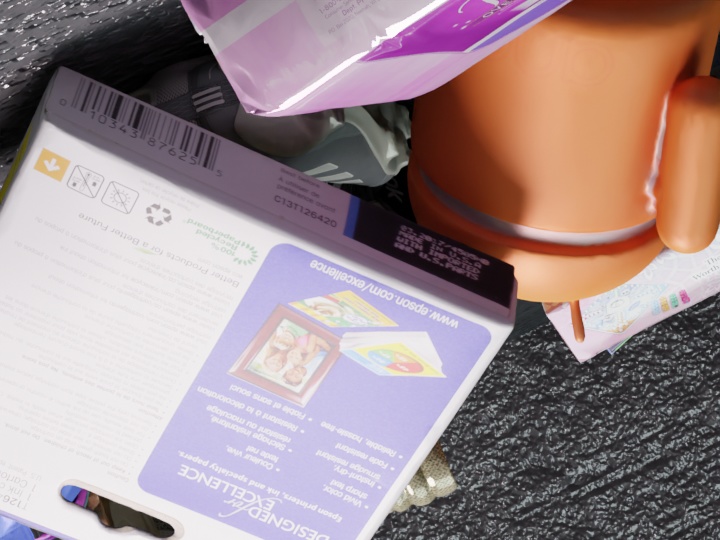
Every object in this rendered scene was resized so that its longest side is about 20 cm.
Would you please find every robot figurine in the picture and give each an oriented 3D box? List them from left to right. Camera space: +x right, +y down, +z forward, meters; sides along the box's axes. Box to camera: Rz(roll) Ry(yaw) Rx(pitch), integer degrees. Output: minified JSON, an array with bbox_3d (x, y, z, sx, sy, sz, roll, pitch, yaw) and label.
[{"bbox_3d":[0.079,-0.073,1.063,0.143,0.201,0.117,11,-147,4],"label":"robot figurine"}]

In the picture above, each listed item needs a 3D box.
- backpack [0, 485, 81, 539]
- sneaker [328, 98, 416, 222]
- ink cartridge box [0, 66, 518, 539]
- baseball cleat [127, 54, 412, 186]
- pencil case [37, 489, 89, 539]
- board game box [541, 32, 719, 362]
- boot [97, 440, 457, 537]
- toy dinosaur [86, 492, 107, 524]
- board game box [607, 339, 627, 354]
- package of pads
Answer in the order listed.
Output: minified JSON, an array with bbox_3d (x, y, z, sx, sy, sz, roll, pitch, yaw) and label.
[{"bbox_3d":[-0.221,0.102,1.251,0.200,0.168,0.163,-26,180,-10],"label":"backpack"},{"bbox_3d":[0.000,0.000,1.245,0.066,0.201,0.090,22,179,-23],"label":"sneaker"},{"bbox_3d":[-0.067,0.038,1.065,0.047,0.197,0.200,-80,-162,-48],"label":"ink cartridge box"},{"bbox_3d":[-0.041,-0.068,1.130,0.106,0.070,0.200,-14,171,13],"label":"baseball cleat"},{"bbox_3d":[-0.210,0.103,1.441,0.085,0.092,0.200,-56,-163,-16],"label":"pencil case"},{"bbox_3d":[0.151,-0.083,1.177,0.199,0.200,0.043,-29,134,12],"label":"board game box"},{"bbox_3d":[-0.049,0.057,1.201,0.154,0.200,0.072,-27,135,2],"label":"boot"},{"bbox_3d":[-0.089,0.112,1.410,0.086,0.200,0.136,26,116,-28],"label":"toy dinosaur"},{"bbox_3d":[0.154,-0.069,1.313,0.200,0.135,0.034,-40,-155,13],"label":"board game box"},{"bbox_3d":[0.045,-0.126,0.905,0.200,0.076,0.120,-31,173,33],"label":"package of pads"}]
